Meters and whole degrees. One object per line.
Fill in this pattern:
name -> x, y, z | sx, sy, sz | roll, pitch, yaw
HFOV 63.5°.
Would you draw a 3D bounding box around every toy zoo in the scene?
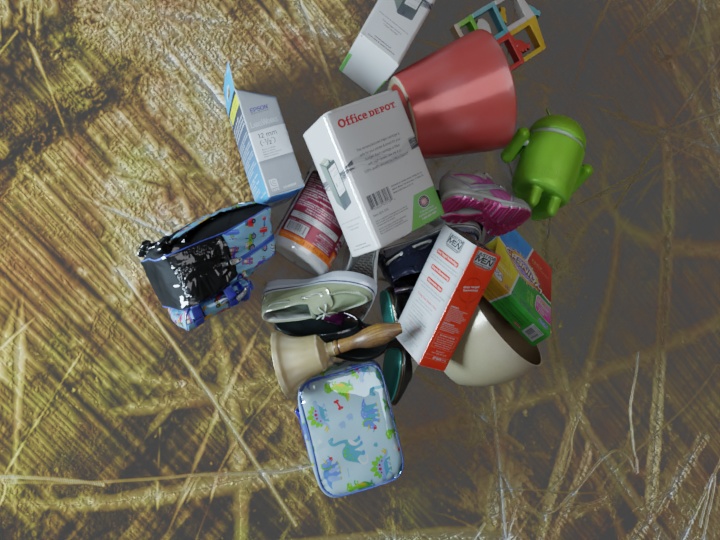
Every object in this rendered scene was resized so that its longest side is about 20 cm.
toy zoo -> 0.281, -0.460, 1.136 | 0.197, 0.020, 0.134 | -34, 98, -16

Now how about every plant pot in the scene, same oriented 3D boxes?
plant pot -> 0.200, 0.120, 1.011 | 0.200, 0.201, 0.134 | 42, 112, -12
plant pot -> 0.149, -0.288, 1.008 | 0.172, 0.200, 0.207 | -18, 93, -7

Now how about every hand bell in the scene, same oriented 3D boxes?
hand bell -> -0.029, 0.117, 0.891 | 0.193, 0.104, 0.108 | -16, 92, 5

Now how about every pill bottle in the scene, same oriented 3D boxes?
pill bottle -> -0.058, -0.105, 0.963 | 0.108, 0.109, 0.204 | 31, 78, -14

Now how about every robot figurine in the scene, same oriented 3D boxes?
robot figurine -> 0.356, -0.201, 1.098 | 0.171, 0.116, 0.206 | 23, 80, -10

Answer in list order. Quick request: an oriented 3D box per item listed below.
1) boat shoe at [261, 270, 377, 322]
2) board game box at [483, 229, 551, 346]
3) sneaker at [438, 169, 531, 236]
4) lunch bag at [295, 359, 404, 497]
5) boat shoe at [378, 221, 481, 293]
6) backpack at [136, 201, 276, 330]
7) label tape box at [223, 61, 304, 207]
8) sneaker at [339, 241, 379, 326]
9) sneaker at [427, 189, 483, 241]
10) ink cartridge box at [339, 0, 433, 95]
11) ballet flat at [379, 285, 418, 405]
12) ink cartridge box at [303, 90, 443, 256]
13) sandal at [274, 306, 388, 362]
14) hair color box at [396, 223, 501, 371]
boat shoe -> -0.067, 0.050, 0.936 | 0.193, 0.073, 0.064 | -7, 51, 14
board game box -> 0.279, 0.012, 1.041 | 0.153, 0.040, 0.202 | 43, 37, -13
sneaker -> 0.214, -0.125, 0.998 | 0.195, 0.081, 0.091 | 13, 52, -32
lunch bag -> -0.020, 0.256, 0.963 | 0.155, 0.082, 0.207 | -15, 92, -5
boat shoe -> 0.127, -0.020, 1.005 | 0.194, 0.094, 0.076 | -18, 132, -1
backpack -> -0.214, -0.019, 0.880 | 0.197, 0.181, 0.138 | -30, 105, -28
label tape box -> -0.157, -0.209, 0.917 | 0.064, 0.143, 0.207 | -17, 92, -17
sneaker -> 0.000, 0.000, 1.002 | 0.070, 0.085, 0.206 | 16, 104, -2
sneaker -> 0.150, -0.135, 1.056 | 0.195, 0.070, 0.102 | 24, 78, -21
ink cartridge box -> 0.058, -0.427, 0.997 | 0.083, 0.145, 0.204 | 31, 78, -12
ballet flat -> 0.074, 0.129, 1.019 | 0.066, 0.068, 0.208 | 0, 88, -26
ink cartridge box -> 0.022, -0.148, 0.887 | 0.143, 0.083, 0.205 | -26, 96, -31
sandal -> -0.047, 0.098, 0.951 | 0.193, 0.049, 0.077 | 13, 47, 0
hair color box -> 0.134, 0.043, 0.927 | 0.060, 0.102, 0.205 | 17, 105, -30
